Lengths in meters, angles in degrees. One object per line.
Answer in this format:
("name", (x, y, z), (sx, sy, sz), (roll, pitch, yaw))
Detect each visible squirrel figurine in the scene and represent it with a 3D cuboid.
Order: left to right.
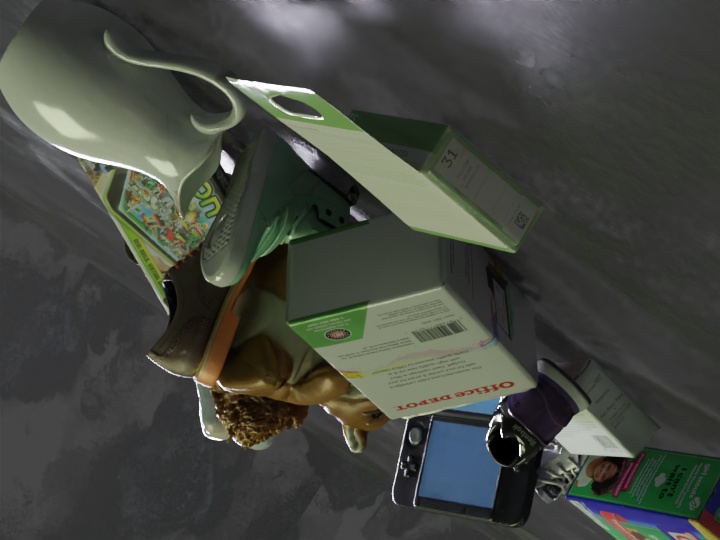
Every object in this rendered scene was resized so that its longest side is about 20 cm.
("squirrel figurine", (-0.057, 0.089, 1.688), (0.186, 0.143, 0.199), (31, 146, -34))

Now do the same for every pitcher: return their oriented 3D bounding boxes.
("pitcher", (-0.196, -0.155, 1.541), (0.199, 0.122, 0.172), (33, 140, -5))

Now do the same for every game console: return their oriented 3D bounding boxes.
("game console", (0.090, 0.170, 1.963), (0.116, 0.178, 0.199), (21, 168, -42))

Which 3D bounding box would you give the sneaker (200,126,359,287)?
("sneaker", (-0.060, -0.034, 1.539), (0.118, 0.074, 0.201), (35, -146, -13))

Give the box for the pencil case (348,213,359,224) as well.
("pencil case", (0.000, 0.000, 1.718), (0.200, 0.088, 0.087), (38, 170, -22))

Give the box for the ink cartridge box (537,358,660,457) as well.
("ink cartridge box", (0.181, 0.103, 1.734), (0.174, 0.044, 0.200), (46, 170, -4))

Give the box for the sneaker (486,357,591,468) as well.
("sneaker", (0.140, 0.135, 1.651), (0.076, 0.088, 0.200), (42, 170, 5))

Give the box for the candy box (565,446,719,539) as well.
("candy box", (0.327, 0.244, 1.777), (0.169, 0.077, 0.199), (39, 160, -26))

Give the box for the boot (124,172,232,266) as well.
("boot", (-0.133, -0.040, 1.818), (0.180, 0.073, 0.200), (19, -166, 6))

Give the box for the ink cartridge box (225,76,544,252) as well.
("ink cartridge box", (0.017, -0.090, 1.287), (0.200, 0.048, 0.145), (39, 169, -28))

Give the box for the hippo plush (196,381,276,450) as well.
("hippo plush", (-0.080, 0.068, 1.827), (0.159, 0.160, 0.202), (-13, -95, -64))

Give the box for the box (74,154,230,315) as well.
("box", (-0.174, -0.067, 1.675), (0.201, 0.109, 0.035), (61, -162, -20))

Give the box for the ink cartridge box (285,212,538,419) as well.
("ink cartridge box", (0.046, 0.038, 1.530), (0.144, 0.085, 0.200), (-14, 147, 23))

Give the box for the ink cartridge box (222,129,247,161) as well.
("ink cartridge box", (-0.202, -0.136, 1.745), (0.199, 0.068, 0.117), (33, 171, 2))

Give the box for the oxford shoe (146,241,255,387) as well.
("oxford shoe", (-0.132, -0.003, 1.604), (0.072, 0.202, 0.071), (18, 157, -8))

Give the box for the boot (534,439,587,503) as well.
("boot", (0.227, 0.208, 1.937), (0.073, 0.096, 0.200), (37, 169, -20))
